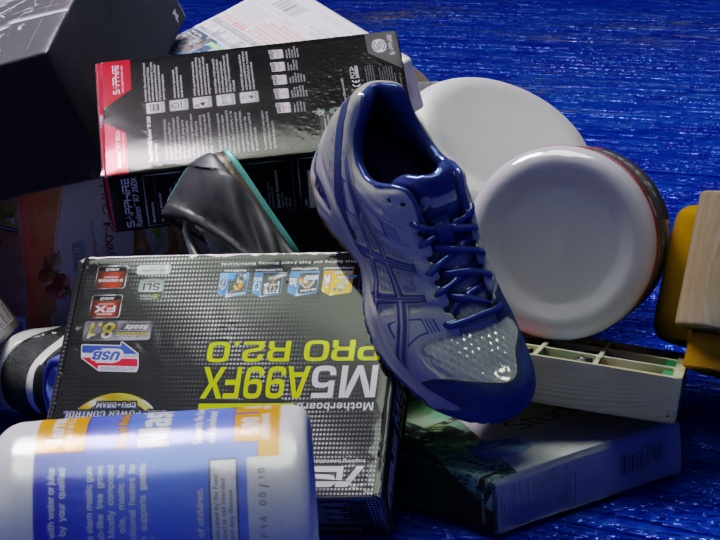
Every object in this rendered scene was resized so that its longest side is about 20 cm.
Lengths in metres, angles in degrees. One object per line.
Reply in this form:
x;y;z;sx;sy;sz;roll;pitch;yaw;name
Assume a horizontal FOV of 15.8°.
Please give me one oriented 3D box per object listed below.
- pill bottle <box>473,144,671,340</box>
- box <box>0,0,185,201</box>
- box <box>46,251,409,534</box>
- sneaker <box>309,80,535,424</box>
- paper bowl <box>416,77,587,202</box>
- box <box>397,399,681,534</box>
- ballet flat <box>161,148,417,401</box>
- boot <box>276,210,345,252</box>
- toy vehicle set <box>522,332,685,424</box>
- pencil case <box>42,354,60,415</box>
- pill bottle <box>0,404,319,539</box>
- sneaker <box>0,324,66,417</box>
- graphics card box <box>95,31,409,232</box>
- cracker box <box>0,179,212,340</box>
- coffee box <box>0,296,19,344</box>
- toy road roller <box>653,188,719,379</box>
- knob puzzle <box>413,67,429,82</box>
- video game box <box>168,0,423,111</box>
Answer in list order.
0.134;-0.020;1.611;0.115;0.117;0.200;-2;2;10;pill bottle
-0.241;-0.143;1.771;0.181;0.105;0.201;-12;34;22;box
-0.072;0.067;1.446;0.198;0.044;0.161;-1;56;14;box
0.034;-0.011;1.399;0.075;0.201;0.088;-22;-23;-26;sneaker
0.083;-0.054;1.792;0.199;0.105;0.202;13;44;-12;paper bowl
0.065;0.099;1.493;0.144;0.037;0.199;-14;15;-37;box
-0.047;0.017;1.537;0.200;0.073;0.073;49;34;14;ballet flat
0.001;0.000;1.620;0.164;0.066;0.200;34;-3;2;boot
0.129;0.059;1.517;0.123;0.027;0.200;9;3;7;toy vehicle set
-0.094;0.071;1.573;0.199;0.087;0.078;-13;40;-29;pencil case
-0.121;0.126;1.262;0.198;0.113;0.112;-3;13;0;pill bottle
-0.130;0.058;1.682;0.199;0.074;0.112;-23;24;-33;sneaker
-0.066;-0.090;1.638;0.198;0.051;0.126;-8;39;-2;graphics card box
-0.170;-0.010;1.822;0.199;0.135;0.057;-16;19;-41;cracker box
-0.300;0.056;1.606;0.113;0.080;0.200;-34;7;13;coffee box
0.227;0.007;1.539;0.145;0.124;0.199;9;-6;38;toy road roller
0.001;-0.070;1.881;0.030;0.222;0.219;6;16;43;knob puzzle
-0.081;-0.118;1.780;0.181;0.047;0.200;-26;31;-17;video game box
